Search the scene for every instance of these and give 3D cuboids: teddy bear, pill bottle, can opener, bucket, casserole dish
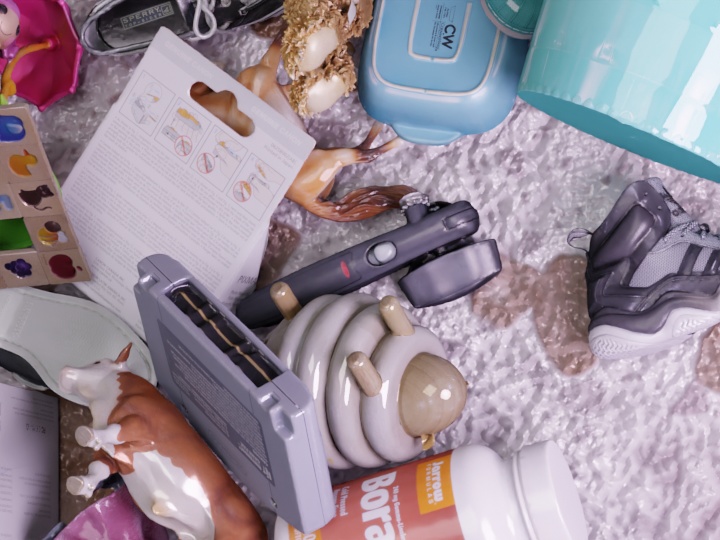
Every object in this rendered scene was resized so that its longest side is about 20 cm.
[{"bbox_3d":[-0.028,-0.206,1.650,0.067,0.145,0.201,5,77,15],"label":"teddy bear"},{"bbox_3d":[0.050,0.185,1.607,0.199,0.112,0.113,-19,76,13],"label":"pill bottle"},{"bbox_3d":[0.000,0.000,1.678,0.199,0.063,0.079,-19,77,13],"label":"can opener"},{"bbox_3d":[0.210,-0.148,1.569,0.207,0.207,0.135,23,90,19],"label":"bucket"},{"bbox_3d":[0.063,-0.189,1.683,0.121,0.039,0.201,8,73,13],"label":"casserole dish"}]

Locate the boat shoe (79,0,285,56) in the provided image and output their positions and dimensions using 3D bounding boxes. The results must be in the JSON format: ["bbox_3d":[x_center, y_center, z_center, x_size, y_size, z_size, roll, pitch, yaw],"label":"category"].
[{"bbox_3d":[-0.119,-0.208,1.735,0.199,0.068,0.074,-14,102,15],"label":"boat shoe"}]

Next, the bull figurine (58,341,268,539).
[{"bbox_3d":[-0.146,0.138,1.623,0.200,0.121,0.065,45,120,6],"label":"bull figurine"}]

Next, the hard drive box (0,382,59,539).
[{"bbox_3d":[-0.283,0.185,1.688,0.077,0.156,0.201,-5,79,17],"label":"hard drive box"}]

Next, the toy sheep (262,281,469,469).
[{"bbox_3d":[-0.012,0.075,1.635,0.200,0.138,0.138,11,84,34],"label":"toy sheep"}]

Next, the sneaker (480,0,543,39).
[{"bbox_3d":[0.132,-0.264,1.642,0.071,0.080,0.201,18,68,-14],"label":"sneaker"}]

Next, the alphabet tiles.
[{"bbox_3d":[-0.299,-0.060,1.671,0.167,0.200,0.008,-4,41,12],"label":"alphabet tiles"}]

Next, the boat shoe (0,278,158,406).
[{"bbox_3d":[-0.230,0.054,1.743,0.200,0.060,0.076,29,78,22],"label":"boat shoe"}]

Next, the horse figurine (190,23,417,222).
[{"bbox_3d":[-0.042,-0.105,1.716,0.132,0.050,0.200,-37,70,1],"label":"horse figurine"}]

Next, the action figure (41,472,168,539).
[{"bbox_3d":[-0.144,0.246,1.683,0.200,0.149,0.134,42,124,1],"label":"action figure"}]

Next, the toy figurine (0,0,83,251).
[{"bbox_3d":[-0.281,-0.148,1.731,0.150,0.200,0.184,-9,46,29],"label":"toy figurine"}]

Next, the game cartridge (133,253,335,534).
[{"bbox_3d":[-0.086,0.088,1.600,0.040,0.134,0.200,-27,46,-23],"label":"game cartridge"}]

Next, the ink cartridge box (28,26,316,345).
[{"bbox_3d":[-0.134,-0.052,1.723,0.162,0.057,0.200,37,98,20],"label":"ink cartridge box"}]

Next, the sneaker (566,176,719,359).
[{"bbox_3d":[0.238,-0.018,1.600,0.199,0.075,0.114,-20,78,16],"label":"sneaker"}]
